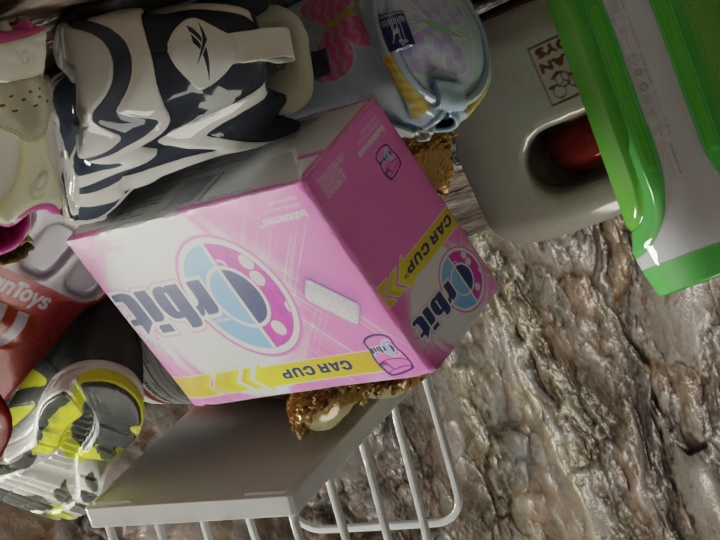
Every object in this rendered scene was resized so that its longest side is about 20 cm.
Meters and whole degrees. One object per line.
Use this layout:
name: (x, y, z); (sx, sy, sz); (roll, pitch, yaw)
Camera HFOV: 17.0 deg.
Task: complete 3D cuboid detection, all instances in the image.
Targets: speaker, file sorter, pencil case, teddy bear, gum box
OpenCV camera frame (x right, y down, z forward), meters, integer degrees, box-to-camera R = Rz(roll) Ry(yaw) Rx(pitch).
speaker: (0.148, -0.093, 1.187); (0.088, 0.201, 0.088); (-19, 177, -1)
file sorter: (-0.041, 0.144, 1.432); (0.138, 0.125, 0.200); (-6, -159, 29)
pencil case: (-0.026, -0.089, 1.236); (0.199, 0.091, 0.083); (-21, 178, 40)
teddy bear: (0.000, 0.000, 1.324); (0.145, 0.067, 0.201); (-33, 139, -26)
gum box: (-0.044, -0.003, 1.173); (0.199, 0.114, 0.066); (-11, -149, 48)

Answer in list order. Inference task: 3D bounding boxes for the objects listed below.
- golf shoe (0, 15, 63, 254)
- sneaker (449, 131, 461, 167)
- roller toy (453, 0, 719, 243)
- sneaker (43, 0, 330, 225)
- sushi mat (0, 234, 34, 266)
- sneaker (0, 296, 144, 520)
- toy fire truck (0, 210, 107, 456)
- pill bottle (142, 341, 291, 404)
golf shoe: (-0.187, -0.043, 1.037); (0.075, 0.092, 0.200); (-18, 179, -31)
sneaker: (0.121, -0.128, 1.547); (0.199, 0.081, 0.076); (-21, 176, -26)
roller toy: (0.135, -0.111, 1.367); (0.182, 0.140, 0.200); (-28, -172, -29)
sneaker: (-0.081, -0.079, 1.140); (0.129, 0.080, 0.199); (-10, 165, -13)
sushi mat: (-0.220, -0.023, 1.112); (0.095, 0.012, 0.200); (-17, -157, -18)
sneaker: (-0.168, 0.081, 1.405); (0.074, 0.085, 0.200); (24, 146, -19)
toy fire truck: (-0.233, 0.007, 1.277); (0.168, 0.112, 0.200); (-49, 138, 9)
pill bottle: (-0.089, 0.024, 1.449); (0.199, 0.113, 0.112); (-3, -173, 35)
